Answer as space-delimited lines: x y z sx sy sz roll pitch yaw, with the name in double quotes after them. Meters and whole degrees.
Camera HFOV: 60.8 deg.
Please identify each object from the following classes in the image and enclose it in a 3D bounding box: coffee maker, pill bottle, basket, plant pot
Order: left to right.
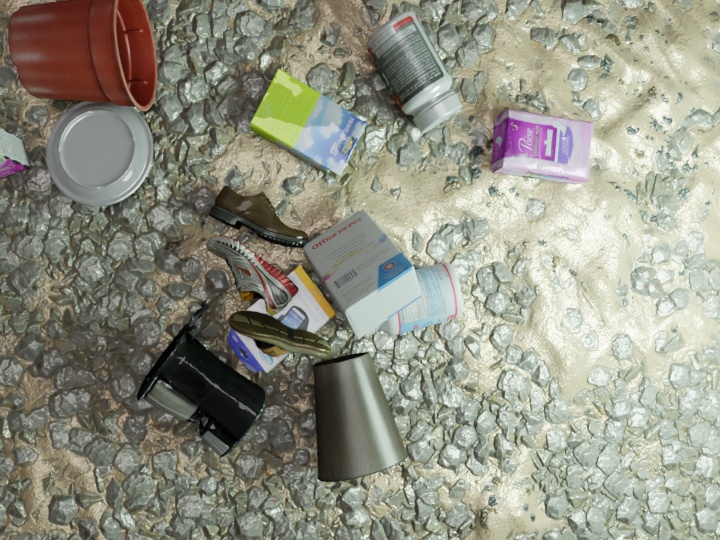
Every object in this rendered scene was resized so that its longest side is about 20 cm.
-0.481 -0.380 1.070 0.189 0.201 0.207 -2 90 1 "plant pot"
-0.266 0.204 1.096 0.199 0.136 0.192 38 113 -16 "coffee maker"
-0.014 0.266 1.151 0.175 0.136 0.206 -11 87 -9 "basket"
0.089 0.060 1.176 0.194 0.109 0.112 -14 91 -7 "pill bottle"
0.105 -0.376 1.180 0.112 0.114 0.203 -31 94 -7 "pill bottle"

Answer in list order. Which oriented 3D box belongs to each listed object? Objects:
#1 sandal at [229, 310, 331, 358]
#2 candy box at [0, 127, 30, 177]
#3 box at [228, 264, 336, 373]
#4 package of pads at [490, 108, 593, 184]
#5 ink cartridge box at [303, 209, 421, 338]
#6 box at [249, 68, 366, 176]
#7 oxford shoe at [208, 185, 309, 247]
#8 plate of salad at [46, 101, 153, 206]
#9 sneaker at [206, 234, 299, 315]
-0.151 0.131 1.129 0.195 0.081 0.055 20 109 -11 "sandal"
-0.664 -0.194 1.028 0.133 0.200 0.063 -20 92 -7 "candy box"
-0.156 0.099 1.178 0.199 0.041 0.120 -39 94 -4 "box"
0.366 -0.248 1.234 0.194 0.076 0.124 7 86 -8 "package of pads"
0.000 0.000 1.120 0.142 0.201 0.086 -31 136 -6 "ink cartridge box"
-0.100 -0.280 1.183 0.197 0.048 0.124 29 86 -7 "box"
-0.181 -0.103 1.160 0.196 0.073 0.086 24 82 -8 "oxford shoe"
-0.476 -0.217 1.132 0.194 0.048 0.207 0 82 -1 "plate of salad"
-0.211 0.006 1.131 0.198 0.078 0.083 35 81 15 "sneaker"
